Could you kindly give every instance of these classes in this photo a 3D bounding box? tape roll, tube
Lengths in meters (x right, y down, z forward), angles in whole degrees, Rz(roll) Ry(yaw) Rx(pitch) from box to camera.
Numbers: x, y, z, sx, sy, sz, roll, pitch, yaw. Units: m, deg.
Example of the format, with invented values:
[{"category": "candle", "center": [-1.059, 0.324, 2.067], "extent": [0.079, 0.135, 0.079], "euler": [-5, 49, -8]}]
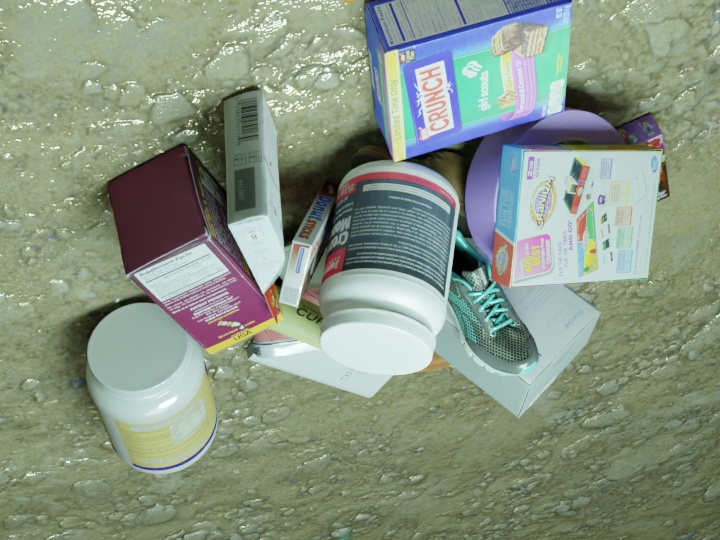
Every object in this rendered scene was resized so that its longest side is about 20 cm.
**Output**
[{"category": "tape roll", "center": [0.220, -0.088, 1.449], "extent": [0.198, 0.065, 0.203], "euler": [-8, 107, -26]}, {"category": "tube", "center": [-0.053, 0.062, 1.450], "extent": [0.058, 0.198, 0.052], "euler": [-55, 154, -25]}]

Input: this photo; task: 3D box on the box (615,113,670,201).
[{"category": "box", "center": [0.288, -0.104, 1.580], "extent": [0.198, 0.039, 0.137], "euler": [-23, 145, 4]}]

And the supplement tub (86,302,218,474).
[{"category": "supplement tub", "center": [-0.257, 0.147, 1.550], "extent": [0.143, 0.147, 0.201], "euler": [-15, 146, -8]}]

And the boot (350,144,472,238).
[{"category": "boot", "center": [0.072, -0.109, 1.451], "extent": [0.199, 0.076, 0.073], "euler": [25, 156, -32]}]

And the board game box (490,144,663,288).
[{"category": "board game box", "center": [0.244, -0.064, 1.408], "extent": [0.198, 0.040, 0.155], "euler": [-2, 104, -29]}]

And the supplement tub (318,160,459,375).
[{"category": "supplement tub", "center": [0.030, -0.004, 1.363], "extent": [0.138, 0.202, 0.141], "euler": [8, 152, 4]}]

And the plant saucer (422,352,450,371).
[{"category": "plant saucer", "center": [0.112, 0.082, 1.748], "extent": [0.197, 0.038, 0.201], "euler": [-14, 144, -10]}]

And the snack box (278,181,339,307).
[{"category": "snack box", "center": [-0.053, -0.033, 1.371], "extent": [0.024, 0.200, 0.073], "euler": [15, 113, 3]}]

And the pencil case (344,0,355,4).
[{"category": "pencil case", "center": [0.048, -0.321, 1.126], "extent": [0.198, 0.088, 0.087], "euler": [-29, 145, 11]}]

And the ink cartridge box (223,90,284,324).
[{"category": "ink cartridge box", "center": [-0.097, -0.063, 1.329], "extent": [0.056, 0.164, 0.201], "euler": [-12, 146, 9]}]

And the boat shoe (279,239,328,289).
[{"category": "boat shoe", "center": [0.000, 0.000, 1.494], "extent": [0.197, 0.062, 0.074], "euler": [11, 105, 5]}]

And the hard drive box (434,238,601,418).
[{"category": "hard drive box", "center": [0.169, 0.057, 1.554], "extent": [0.156, 0.199, 0.077], "euler": [-39, 157, -31]}]

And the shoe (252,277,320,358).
[{"category": "shoe", "center": [-0.043, 0.047, 1.559], "extent": [0.198, 0.092, 0.071], "euler": [-8, -172, -22]}]

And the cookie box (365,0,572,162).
[{"category": "cookie box", "center": [0.112, -0.217, 1.304], "extent": [0.197, 0.076, 0.172], "euler": [-16, 146, -5]}]

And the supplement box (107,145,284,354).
[{"category": "supplement box", "center": [-0.178, -0.017, 1.379], "extent": [0.102, 0.132, 0.200], "euler": [-24, 145, 8]}]

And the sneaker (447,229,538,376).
[{"category": "sneaker", "center": [0.137, 0.034, 1.457], "extent": [0.077, 0.201, 0.092], "euler": [-31, 154, -14]}]

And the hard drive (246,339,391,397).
[{"category": "hard drive", "center": [-0.034, 0.101, 1.673], "extent": [0.198, 0.026, 0.132], "euler": [21, 129, -29]}]
